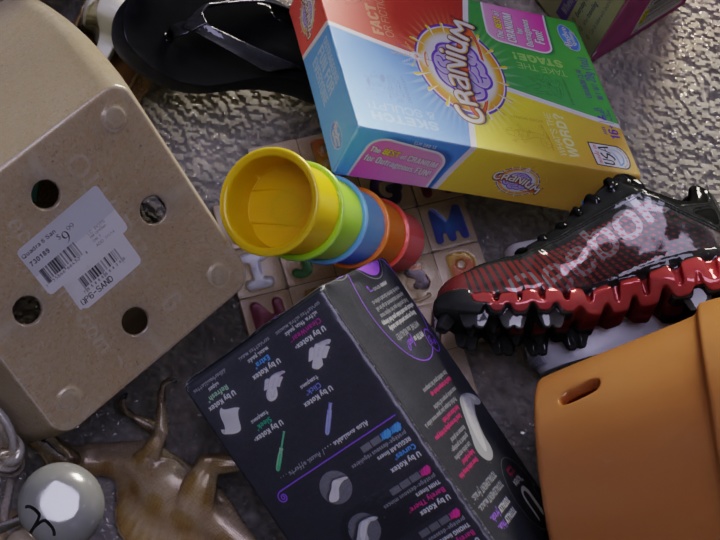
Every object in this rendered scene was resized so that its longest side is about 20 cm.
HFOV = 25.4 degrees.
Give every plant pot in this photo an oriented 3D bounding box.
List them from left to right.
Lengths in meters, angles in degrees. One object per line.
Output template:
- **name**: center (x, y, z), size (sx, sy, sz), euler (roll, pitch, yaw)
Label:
- **plant pot**: center (-0.180, -0.017, 0.886), size (0.200, 0.177, 0.200), euler (-40, 117, -19)
- **plant pot**: center (0.180, 0.117, 0.909), size (0.140, 0.200, 0.200), euler (-9, 71, 14)

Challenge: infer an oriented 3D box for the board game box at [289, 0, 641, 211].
- **board game box**: center (0.065, -0.113, 1.013), size (0.200, 0.040, 0.153), euler (7, 46, -25)

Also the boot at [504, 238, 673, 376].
- **boot**: center (0.194, 0.000, 1.034), size (0.200, 0.074, 0.096), euler (-12, 77, -13)

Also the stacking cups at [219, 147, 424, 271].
- **stacking cups**: center (-0.011, -0.032, 0.945), size (0.060, 0.200, 0.061), euler (-1, 87, 23)

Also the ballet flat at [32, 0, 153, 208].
- **ballet flat**: center (-0.169, -0.132, 1.025), size (0.068, 0.072, 0.200), euler (22, 69, 5)

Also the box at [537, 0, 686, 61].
- **box**: center (0.152, -0.273, 1.068), size (0.097, 0.176, 0.200), euler (-33, 78, -17)

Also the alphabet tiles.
- **alphabet tiles**: center (0.000, 0.000, 1.040), size (0.166, 0.006, 0.200), euler (-13, 74, -12)

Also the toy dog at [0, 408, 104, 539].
- **toy dog**: center (-0.187, 0.169, 0.860), size (0.132, 0.200, 0.096), euler (28, 58, 26)

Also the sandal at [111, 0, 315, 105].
- **sandal**: center (-0.063, -0.149, 1.026), size (0.200, 0.043, 0.076), euler (6, 67, -30)

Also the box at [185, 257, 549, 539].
- **box**: center (0.012, 0.108, 0.913), size (0.106, 0.122, 0.200), euler (-36, 87, 19)

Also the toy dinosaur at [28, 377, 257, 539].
- **toy dinosaur**: center (-0.099, 0.132, 0.964), size (0.200, 0.058, 0.101), euler (30, 84, 10)

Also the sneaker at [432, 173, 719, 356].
- **sneaker**: center (0.138, -0.006, 0.969), size (0.200, 0.071, 0.098), euler (-9, 72, -5)
